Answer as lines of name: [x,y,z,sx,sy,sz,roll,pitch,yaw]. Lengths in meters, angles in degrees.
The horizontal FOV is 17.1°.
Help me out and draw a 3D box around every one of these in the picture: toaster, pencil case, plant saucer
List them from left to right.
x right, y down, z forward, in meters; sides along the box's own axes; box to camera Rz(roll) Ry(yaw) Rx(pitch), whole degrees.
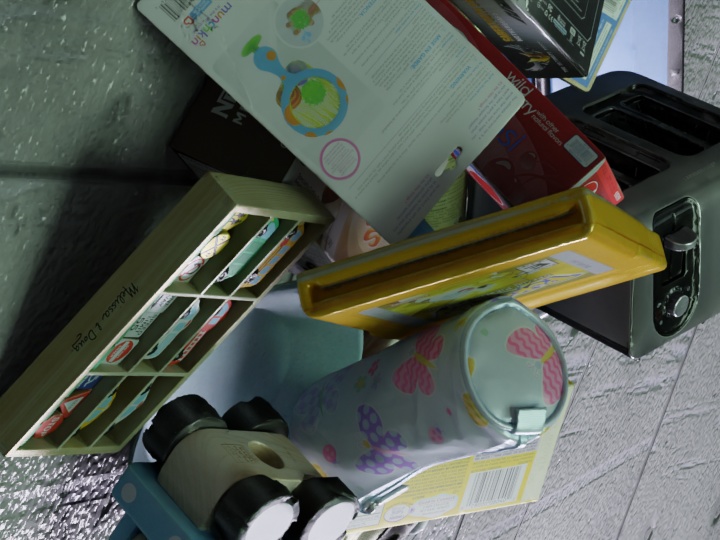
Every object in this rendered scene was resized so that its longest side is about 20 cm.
plant saucer: [-0.082,0.084,1.523,0.201,0.039,0.201,-34,144,-30]
pencil case: [0.038,0.085,1.461,0.083,0.200,0.091,18,61,-30]
toaster: [0.183,-0.045,1.701,0.181,0.200,0.119,-24,129,-37]

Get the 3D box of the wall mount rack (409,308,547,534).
wall mount rack: [0.071,0.105,1.858,0.200,0.074,0.174,-24,132,-59]

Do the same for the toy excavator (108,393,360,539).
toy excavator: [-0.124,0.181,1.441,0.194,0.100,0.200,9,119,-54]

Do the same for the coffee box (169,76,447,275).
coffee box: [-0.027,-0.072,1.475,0.115,0.080,0.200,-61,156,-12]

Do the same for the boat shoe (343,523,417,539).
boat shoe: [0.036,0.145,1.734,0.066,0.072,0.201,18,132,-29]

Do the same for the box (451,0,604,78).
box: [0.100,-0.236,1.533,0.200,0.048,0.159,37,60,-52]

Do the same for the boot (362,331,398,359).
boot: [-0.013,0.134,1.677,0.200,0.064,0.186,-50,151,-11]

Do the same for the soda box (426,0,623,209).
soda box: [0.075,-0.102,1.509,0.063,0.200,0.070,-41,154,-1]

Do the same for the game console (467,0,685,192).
game console: [0.156,-0.140,1.755,0.200,0.116,0.176,81,30,-51]

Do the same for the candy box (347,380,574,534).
candy box: [0.048,0.124,1.624,0.200,0.026,0.102,-6,123,-32]

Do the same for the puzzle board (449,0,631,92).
puzzle board: [0.139,-0.244,1.656,0.150,0.017,0.200,26,87,-29]

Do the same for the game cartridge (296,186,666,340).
game cartridge: [0.077,0.002,1.406,0.200,0.176,0.033,22,53,-69]

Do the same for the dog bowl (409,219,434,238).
dog bowl: [0.075,0.037,1.666,0.050,0.112,0.200,-42,147,1]

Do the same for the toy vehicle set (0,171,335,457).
toy vehicle set: [-0.113,0.027,1.347,0.200,0.027,0.124,-47,160,17]

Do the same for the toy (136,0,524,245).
toy: [-0.018,-0.122,1.347,0.115,0.200,0.047,-49,-164,-6]

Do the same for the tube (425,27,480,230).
tube: [0.050,-0.080,1.676,0.058,0.052,0.200,-68,163,-46]
